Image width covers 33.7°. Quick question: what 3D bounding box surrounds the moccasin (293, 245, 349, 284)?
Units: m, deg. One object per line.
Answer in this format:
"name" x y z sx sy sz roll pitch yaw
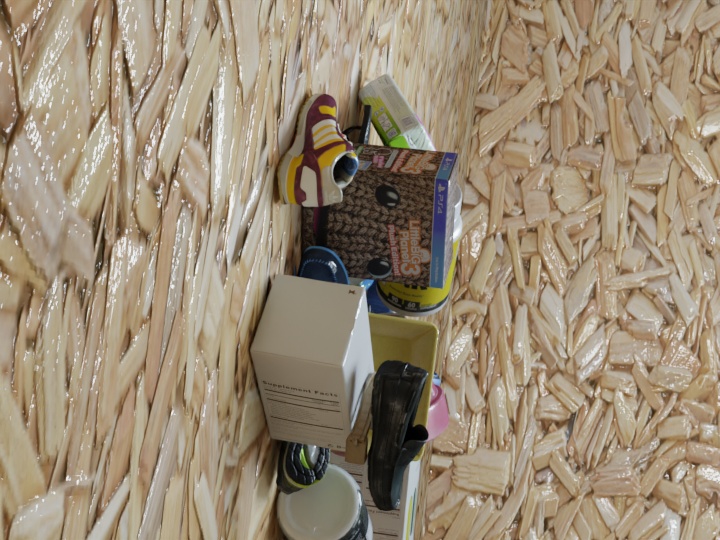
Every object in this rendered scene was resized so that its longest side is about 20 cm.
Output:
"moccasin" -0.052 0.058 1.598 0.069 0.079 0.202 -67 160 -44

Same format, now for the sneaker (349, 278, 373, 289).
"sneaker" 0.000 0.000 1.857 0.200 0.075 0.106 -65 160 -62

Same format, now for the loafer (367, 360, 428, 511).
"loafer" 0.048 0.207 1.459 0.068 0.069 0.203 -49 145 -64

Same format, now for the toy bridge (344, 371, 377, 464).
"toy bridge" 0.018 0.172 1.522 0.200 0.027 0.068 -55 150 -64

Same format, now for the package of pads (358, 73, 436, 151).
"package of pads" 0.077 -0.198 1.891 0.201 0.068 0.155 58 3 -47

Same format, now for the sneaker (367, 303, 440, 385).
"sneaker" 0.064 0.129 1.971 0.078 0.199 0.070 -59 -157 -3

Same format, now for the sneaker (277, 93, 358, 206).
"sneaker" -0.040 -0.149 1.496 0.076 0.089 0.201 86 15 -45

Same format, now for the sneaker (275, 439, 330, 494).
"sneaker" -0.071 0.215 1.611 0.081 0.074 0.201 -44 -164 47

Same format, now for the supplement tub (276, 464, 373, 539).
"supplement tub" -0.046 0.362 1.691 0.201 0.121 0.124 79 20 -61

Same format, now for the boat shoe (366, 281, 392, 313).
"boat shoe" 0.027 0.072 2.062 0.073 0.071 0.202 99 8 -59

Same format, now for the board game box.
"board game box" 0.027 -0.077 1.610 0.097 0.197 0.161 -65 158 -60

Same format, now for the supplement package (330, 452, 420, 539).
"supplement package" 0.013 0.372 1.948 0.152 0.149 0.203 -35 131 -77

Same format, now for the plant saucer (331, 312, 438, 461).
"plant saucer" 0.003 0.163 1.726 0.048 0.197 0.203 164 -65 -74

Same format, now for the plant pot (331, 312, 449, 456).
"plant pot" 0.028 0.170 1.848 0.200 0.197 0.181 -49 129 -72

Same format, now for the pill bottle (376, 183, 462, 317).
"pill bottle" 0.088 -0.039 1.749 0.115 0.113 0.202 -72 172 -48

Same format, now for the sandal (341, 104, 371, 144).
"sandal" -0.021 -0.152 1.749 0.076 0.047 0.202 -80 -176 -55

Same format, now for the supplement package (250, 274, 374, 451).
"supplement package" -0.056 0.118 1.491 0.201 0.118 0.122 84 18 -51
